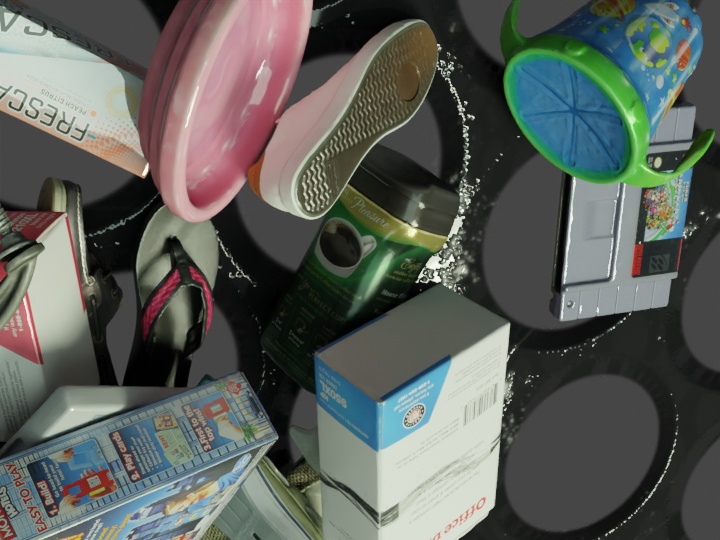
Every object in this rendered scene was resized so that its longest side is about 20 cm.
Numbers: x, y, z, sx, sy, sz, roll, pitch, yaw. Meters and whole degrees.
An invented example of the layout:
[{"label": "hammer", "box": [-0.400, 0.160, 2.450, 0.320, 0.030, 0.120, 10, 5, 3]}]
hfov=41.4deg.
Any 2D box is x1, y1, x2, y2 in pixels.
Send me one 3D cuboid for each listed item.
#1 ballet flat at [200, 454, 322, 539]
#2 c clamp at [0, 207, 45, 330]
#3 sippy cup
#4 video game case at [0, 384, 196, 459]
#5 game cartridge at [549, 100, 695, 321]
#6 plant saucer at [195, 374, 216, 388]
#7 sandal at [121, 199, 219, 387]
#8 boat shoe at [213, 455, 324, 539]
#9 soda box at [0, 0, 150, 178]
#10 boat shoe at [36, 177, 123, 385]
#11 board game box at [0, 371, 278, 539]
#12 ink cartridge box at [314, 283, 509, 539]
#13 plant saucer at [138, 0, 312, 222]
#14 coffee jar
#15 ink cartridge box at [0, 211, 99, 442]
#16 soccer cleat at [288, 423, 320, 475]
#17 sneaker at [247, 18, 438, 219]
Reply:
[{"label": "ballet flat", "box": [-0.066, 0.226, 0.886, 0.198, 0.076, 0.068, -32, 141, -4]}, {"label": "c clamp", "box": [-0.263, -0.053, 0.581, 0.168, 0.027, 0.203, -26, 99, 14]}, {"label": "sippy cup", "box": [0.207, -0.165, 0.779, 0.130, 0.139, 0.179, -45, 124, -18]}, {"label": "video game case", "box": [-0.198, 0.151, 0.707, 0.182, 0.023, 0.199, -44, 156, 17]}, {"label": "game cartridge", "box": [0.248, -0.054, 0.897, 0.127, 0.038, 0.204, -5, 114, -12]}, {"label": "plant saucer", "box": [-0.159, 0.179, 0.823, 0.201, 0.070, 0.019, -51, 161, 25]}, {"label": "sandal", "box": [-0.152, 0.041, 0.782, 0.074, 0.045, 0.204, 3, 105, -34]}, {"label": "boat shoe", "box": [-0.096, 0.197, 0.839, 0.201, 0.062, 0.072, 50, 117, 11]}, {"label": "soda box", "box": [-0.229, -0.144, 0.681, 0.197, 0.064, 0.069, 25, 103, -26]}, {"label": "boat shoe", "box": [-0.220, 0.022, 0.754, 0.063, 0.072, 0.204, -6, 117, -23]}, {"label": "board game box", "box": [-0.185, 0.169, 0.655, 0.198, 0.062, 0.201, -7, 143, -47]}, {"label": "ink cartridge box", "box": [0.042, 0.137, 0.777, 0.143, 0.084, 0.204, -26, 129, -35]}, {"label": "plant saucer", "box": [-0.097, -0.136, 0.674, 0.050, 0.200, 0.204, 24, 106, 7]}, {"label": "coffee jar", "box": [0.000, 0.000, 0.795, 0.085, 0.104, 0.203, 10, 112, -51]}, {"label": "ink cartridge box", "box": [-0.304, 0.038, 0.681, 0.195, 0.085, 0.148, 1, 117, 8]}, {"label": "soccer cleat", "box": [0.014, 0.095, 0.864, 0.201, 0.086, 0.070, -50, 155, -15]}, {"label": "sneaker", "box": [-0.018, -0.131, 0.753, 0.201, 0.084, 0.073, -50, 133, -23]}]
